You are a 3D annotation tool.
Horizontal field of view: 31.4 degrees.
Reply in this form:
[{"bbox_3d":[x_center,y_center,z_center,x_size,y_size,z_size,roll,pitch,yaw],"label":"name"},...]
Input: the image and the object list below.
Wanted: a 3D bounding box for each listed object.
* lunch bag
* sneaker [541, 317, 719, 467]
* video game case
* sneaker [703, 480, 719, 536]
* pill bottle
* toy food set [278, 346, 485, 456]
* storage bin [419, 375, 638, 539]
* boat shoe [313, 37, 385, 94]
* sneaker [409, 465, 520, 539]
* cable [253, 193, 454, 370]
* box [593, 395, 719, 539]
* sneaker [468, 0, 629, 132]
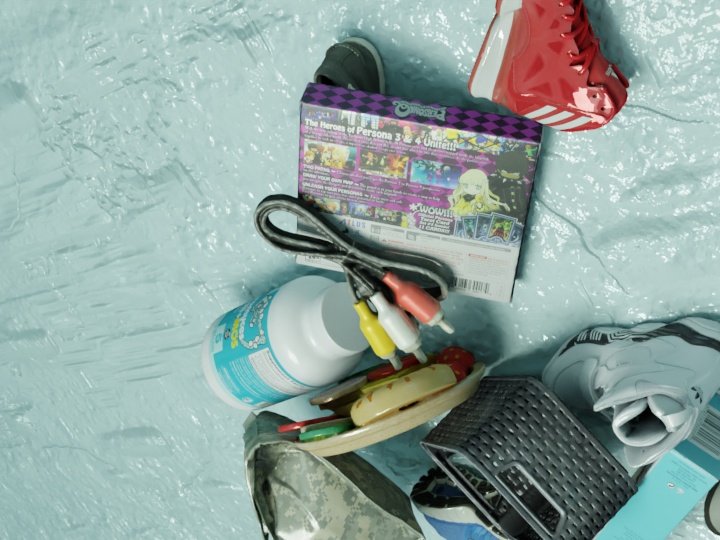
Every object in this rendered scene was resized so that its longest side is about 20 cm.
[{"bbox_3d":[-0.046,0.230,1.296,0.200,0.118,0.164,40,-179,-6],"label":"lunch bag"},{"bbox_3d":[0.214,0.104,1.073,0.199,0.115,0.075,-17,111,48],"label":"sneaker"},{"bbox_3d":[0.045,-0.062,1.087,0.199,0.036,0.182,10,134,7],"label":"video game case"},{"bbox_3d":[0.351,0.184,1.055,0.074,0.079,0.200,44,142,-2],"label":"sneaker"},{"bbox_3d":[-0.069,0.071,1.297,0.200,0.111,0.111,-25,106,48],"label":"pill bottle"},{"bbox_3d":[0.022,0.120,1.197,0.197,0.200,0.049,-22,92,30],"label":"toy food set"},{"bbox_3d":[0.146,0.174,1.148,0.135,0.094,0.200,47,171,-3],"label":"storage bin"},{"bbox_3d":[0.000,-0.104,1.124,0.067,0.057,0.201,9,129,35],"label":"boat shoe"},{"bbox_3d":[0.146,0.261,1.315,0.199,0.079,0.089,10,138,46],"label":"sneaker"},{"bbox_3d":[0.000,0.000,1.097,0.200,0.050,0.097,41,119,-20],"label":"cable"},{"bbox_3d":[0.267,0.196,1.135,0.049,0.082,0.200,34,140,11],"label":"box"},{"bbox_3d":[0.157,-0.179,0.925,0.115,0.079,0.200,28,151,7],"label":"sneaker"}]
